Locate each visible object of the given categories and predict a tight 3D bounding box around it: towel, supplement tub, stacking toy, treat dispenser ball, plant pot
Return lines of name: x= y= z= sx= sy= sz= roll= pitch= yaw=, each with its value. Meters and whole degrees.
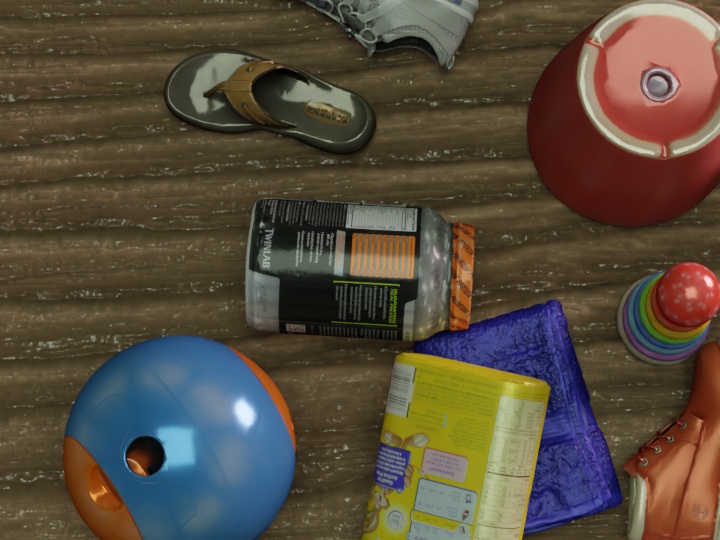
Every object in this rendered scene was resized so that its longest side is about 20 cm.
towel: x=0.141 y=0.136 z=1.662 sx=0.147 sy=0.050 sz=0.200 roll=-16 pitch=81 yaw=-3
supplement tub: x=0.000 y=0.000 z=1.648 sx=0.199 sy=0.123 sz=0.123 roll=4 pitch=81 yaw=1
stacking toy: x=0.277 y=0.031 z=1.601 sx=0.085 sy=0.200 sz=0.086 roll=0 pitch=81 yaw=0
treat dispenser ball: x=-0.155 y=0.156 z=1.584 sx=0.200 sy=0.201 sz=0.201 roll=0 pitch=81 yaw=1
plant pot: x=0.254 y=-0.149 z=1.642 sx=0.200 sy=0.177 sz=0.201 roll=0 pitch=82 yaw=0

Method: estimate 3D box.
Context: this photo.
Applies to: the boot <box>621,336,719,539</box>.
boot: x=0.290 y=0.154 z=1.648 sx=0.107 sy=0.075 sz=0.201 roll=6 pitch=82 yaw=6

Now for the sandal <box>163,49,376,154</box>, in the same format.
sandal: x=-0.083 y=-0.158 z=1.708 sx=0.200 sy=0.055 sz=0.082 roll=18 pitch=81 yaw=3

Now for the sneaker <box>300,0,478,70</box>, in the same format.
sneaker: x=0.006 y=-0.242 z=1.711 sx=0.200 sy=0.075 sz=0.082 roll=14 pitch=83 yaw=4

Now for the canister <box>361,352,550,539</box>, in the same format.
canister: x=0.080 y=0.182 z=1.604 sx=0.148 sy=0.087 sz=0.201 roll=12 pitch=92 yaw=27
